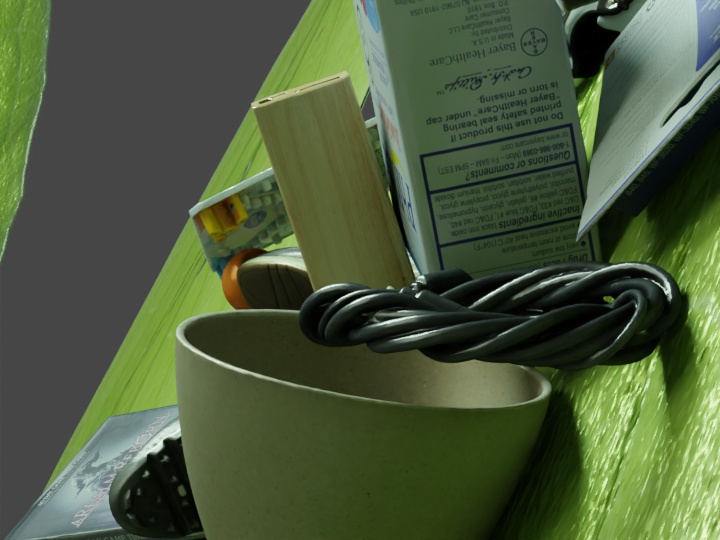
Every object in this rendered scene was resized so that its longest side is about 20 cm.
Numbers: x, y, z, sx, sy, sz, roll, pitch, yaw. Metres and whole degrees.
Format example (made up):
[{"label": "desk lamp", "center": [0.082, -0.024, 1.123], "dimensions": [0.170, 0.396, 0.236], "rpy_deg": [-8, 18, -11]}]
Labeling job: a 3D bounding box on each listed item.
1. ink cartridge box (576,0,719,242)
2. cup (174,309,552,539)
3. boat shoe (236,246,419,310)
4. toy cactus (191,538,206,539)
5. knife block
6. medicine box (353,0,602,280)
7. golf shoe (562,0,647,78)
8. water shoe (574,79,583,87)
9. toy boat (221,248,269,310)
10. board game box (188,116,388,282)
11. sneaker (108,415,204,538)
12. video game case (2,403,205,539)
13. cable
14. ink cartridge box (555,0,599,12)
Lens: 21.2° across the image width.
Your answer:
[{"label": "ink cartridge box", "center": [0.195, -0.125, 1.036], "dimensions": [0.198, 0.047, 0.200], "rpy_deg": [-50, 17, 35]}, {"label": "cup", "center": [-0.009, 0.113, 1.021], "dimensions": [0.200, 0.199, 0.144], "rpy_deg": [-126, 44, -78]}, {"label": "boat shoe", "center": [0.000, 0.010, 1.360], "dimensions": [0.199, 0.073, 0.065], "rpy_deg": [6, 39, 39]}, {"label": "toy cactus", "center": [-0.110, 0.227, 1.282], "dimensions": [0.165, 0.102, 0.201], "rpy_deg": [-23, -77, -80]}, {"label": "knife block", "center": [0.000, 0.000, 1.198], "dimensions": [0.200, 0.064, 0.176], "rpy_deg": [73, 177, -60]}, {"label": "medicine box", "center": [0.063, -0.103, 1.146], "dimensions": [0.182, 0.102, 0.201], "rpy_deg": [-111, 10, -76]}, {"label": "golf shoe", "center": [0.188, -0.193, 1.200], "dimensions": [0.200, 0.077, 0.095], "rpy_deg": [-41, 47, 46]}, {"label": "water shoe", "center": [0.161, -0.194, 1.341], "dimensions": [0.201, 0.071, 0.079], "rpy_deg": [-59, -16, 11]}, {"label": "toy boat", "center": [-0.044, 0.027, 1.463], "dimensions": [0.200, 0.130, 0.131], "rpy_deg": [-57, 12, 14]}, {"label": "board game box", "center": [-0.029, -0.056, 1.484], "dimensions": [0.199, 0.026, 0.200], "rpy_deg": [-26, -12, -5]}, {"label": "sneaker", "center": [-0.075, 0.096, 1.133], "dimensions": [0.200, 0.067, 0.090], "rpy_deg": [-33, 17, -33]}, {"label": "video game case", "center": [-0.118, 0.126, 1.224], "dimensions": [0.199, 0.019, 0.143], "rpy_deg": [-11, 26, 33]}, {"label": "cable", "center": [0.064, 0.019, 0.968], "dimensions": [0.200, 0.162, 0.051], "rpy_deg": [6, 95, 59]}, {"label": "ink cartridge box", "center": [0.168, -0.218, 1.004], "dimensions": [0.197, 0.044, 0.200], "rpy_deg": [-19, 33, 2]}]
